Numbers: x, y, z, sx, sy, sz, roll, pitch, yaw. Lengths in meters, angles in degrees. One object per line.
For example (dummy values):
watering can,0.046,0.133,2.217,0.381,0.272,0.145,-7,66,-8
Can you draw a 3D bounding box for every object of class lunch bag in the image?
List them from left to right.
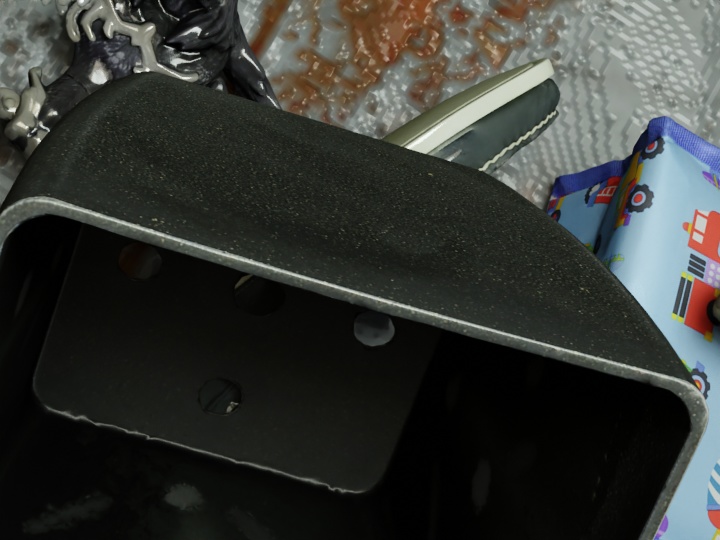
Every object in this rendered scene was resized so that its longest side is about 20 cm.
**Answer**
lunch bag,0.155,0.060,0.936,0.199,0.094,0.151,24,70,-16

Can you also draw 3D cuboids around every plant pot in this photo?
plant pot,-0.033,0.049,0.784,0.199,0.178,0.200,15,116,-11

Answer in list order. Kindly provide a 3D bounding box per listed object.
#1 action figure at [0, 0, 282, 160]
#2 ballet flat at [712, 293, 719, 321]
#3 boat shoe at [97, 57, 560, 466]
action figure,-0.093,-0.064,0.895,0.200,0.102,0.119,-46,104,-18
ballet flat,0.202,0.017,0.907,0.199,0.068,0.073,-19,110,-42
boat shoe,0.000,0.000,0.915,0.199,0.074,0.066,-36,96,-15
